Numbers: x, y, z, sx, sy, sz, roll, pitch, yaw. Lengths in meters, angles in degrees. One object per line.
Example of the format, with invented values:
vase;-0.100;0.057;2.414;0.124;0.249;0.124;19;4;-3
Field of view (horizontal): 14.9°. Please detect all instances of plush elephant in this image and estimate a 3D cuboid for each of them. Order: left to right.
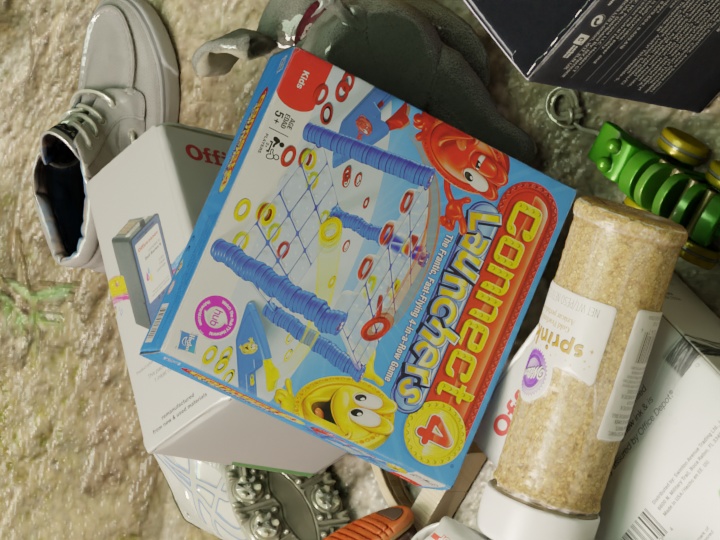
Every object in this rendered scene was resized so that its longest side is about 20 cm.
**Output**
plush elephant;-0.012;-0.128;1.734;0.164;0.155;0.200;-27;107;-8

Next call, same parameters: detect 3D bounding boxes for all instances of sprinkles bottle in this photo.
sprinkles bottle;0.125;0.061;1.554;0.068;0.068;0.201;22;99;35

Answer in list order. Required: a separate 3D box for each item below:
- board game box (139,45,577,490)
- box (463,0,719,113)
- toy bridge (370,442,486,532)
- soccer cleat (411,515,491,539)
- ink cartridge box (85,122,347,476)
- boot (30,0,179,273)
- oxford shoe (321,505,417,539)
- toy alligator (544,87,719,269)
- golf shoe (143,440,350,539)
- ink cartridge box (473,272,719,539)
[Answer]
board game box;0.000;0.000;1.626;0.200;0.195;0.056;-67;15;-9
box;0.141;-0.184;1.582;0.104;0.200;0.148;-48;60;24
toy bridge;0.054;0.137;1.730;0.200;0.027;0.067;41;111;31
soccer cleat;0.062;0.188;1.633;0.085;0.200;0.069;40;78;5
ink cartridge box;-0.077;0.019;1.742;0.087;0.145;0.201;-34;59;36
boot;-0.177;-0.096;1.875;0.073;0.095;0.201;-13;79;35
oxford shoe;-0.029;0.230;1.711;0.200;0.073;0.071;-45;16;-9
toy alligator;0.169;-0.058;1.642;0.200;0.054;0.059;38;108;32
golf shoe;-0.077;0.149;1.815;0.200;0.078;0.097;54;142;25
ink cartridge box;0.179;0.107;1.605;0.200;0.084;0.146;49;114;29
